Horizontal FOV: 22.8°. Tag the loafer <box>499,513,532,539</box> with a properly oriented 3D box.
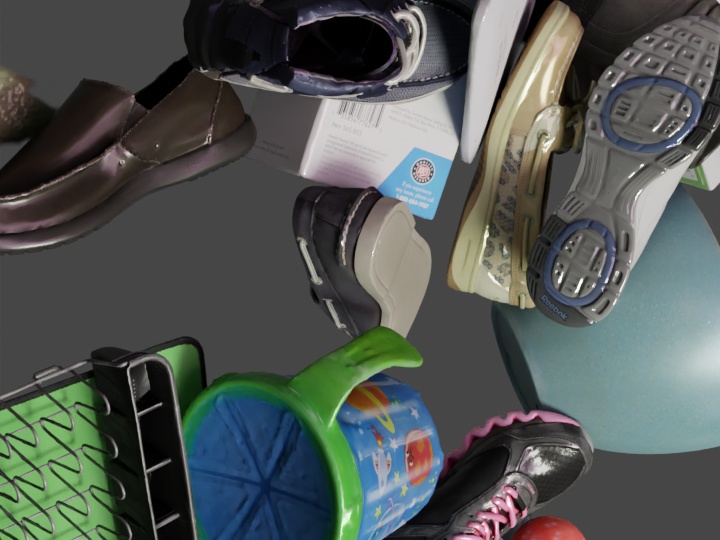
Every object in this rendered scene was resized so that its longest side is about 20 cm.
[{"bbox_3d":[0.108,0.253,1.290,0.070,0.068,0.202,-20,114,-26],"label":"loafer"}]

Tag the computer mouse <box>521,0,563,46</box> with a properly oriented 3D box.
[{"bbox_3d":[0.084,-0.226,1.136,0.058,0.034,0.201,-32,121,-6],"label":"computer mouse"}]

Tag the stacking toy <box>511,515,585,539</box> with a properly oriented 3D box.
[{"bbox_3d":[0.089,0.244,1.207,0.085,0.086,0.200,10,125,-43],"label":"stacking toy"}]

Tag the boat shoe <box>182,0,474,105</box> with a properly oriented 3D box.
[{"bbox_3d":[0.010,-0.119,0.966,0.199,0.093,0.075,-7,108,-38],"label":"boat shoe"}]

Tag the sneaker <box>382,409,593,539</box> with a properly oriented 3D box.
[{"bbox_3d":[0.065,0.164,1.152,0.199,0.096,0.079,-27,124,5],"label":"sneaker"}]

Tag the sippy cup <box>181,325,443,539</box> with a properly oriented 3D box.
[{"bbox_3d":[-0.023,0.119,1.086,0.130,0.177,0.141,-11,83,-51],"label":"sippy cup"}]

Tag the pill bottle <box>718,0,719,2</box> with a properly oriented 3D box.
[{"bbox_3d":[0.200,-0.240,1.169,0.119,0.119,0.201,-35,125,-28],"label":"pill bottle"}]

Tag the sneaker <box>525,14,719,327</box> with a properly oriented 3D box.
[{"bbox_3d":[0.162,-0.063,1.080,0.201,0.074,0.087,-61,170,12],"label":"sneaker"}]

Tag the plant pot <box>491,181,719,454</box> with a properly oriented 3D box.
[{"bbox_3d":[0.166,0.041,1.207,0.134,0.200,0.201,-20,121,-6],"label":"plant pot"}]

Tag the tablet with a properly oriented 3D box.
[{"bbox_3d":[0.086,-0.154,1.037,0.200,0.014,0.131,87,23,-71],"label":"tablet"}]

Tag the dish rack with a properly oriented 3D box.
[{"bbox_3d":[-0.189,0.138,0.986,0.199,0.054,0.154,-23,118,-34],"label":"dish rack"}]

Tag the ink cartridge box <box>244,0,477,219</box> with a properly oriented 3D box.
[{"bbox_3d":[0.017,-0.145,1.072,0.115,0.068,0.201,16,94,-43],"label":"ink cartridge box"}]

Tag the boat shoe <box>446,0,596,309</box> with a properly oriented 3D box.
[{"bbox_3d":[0.108,-0.070,1.113,0.073,0.062,0.201,-58,166,-58],"label":"boat shoe"}]

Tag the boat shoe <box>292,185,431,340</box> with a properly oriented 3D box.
[{"bbox_3d":[0.000,0.000,1.092,0.200,0.062,0.073,73,39,-68],"label":"boat shoe"}]

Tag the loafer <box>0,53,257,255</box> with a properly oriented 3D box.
[{"bbox_3d":[-0.148,-0.067,0.960,0.199,0.073,0.072,-30,113,-37],"label":"loafer"}]

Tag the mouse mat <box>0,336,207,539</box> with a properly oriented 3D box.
[{"bbox_3d":[-0.167,0.138,1.047,0.199,0.008,0.162,-20,117,-37],"label":"mouse mat"}]

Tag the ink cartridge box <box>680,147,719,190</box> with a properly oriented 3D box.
[{"bbox_3d":[0.279,-0.163,1.306,0.200,0.059,0.104,-44,129,-22],"label":"ink cartridge box"}]

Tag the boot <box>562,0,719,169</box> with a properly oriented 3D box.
[{"bbox_3d":[0.168,-0.105,1.134,0.068,0.131,0.201,-27,153,-47],"label":"boot"}]
